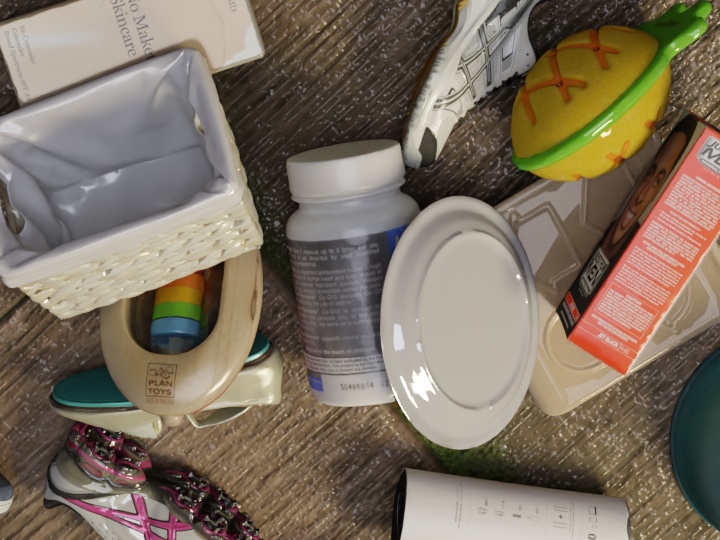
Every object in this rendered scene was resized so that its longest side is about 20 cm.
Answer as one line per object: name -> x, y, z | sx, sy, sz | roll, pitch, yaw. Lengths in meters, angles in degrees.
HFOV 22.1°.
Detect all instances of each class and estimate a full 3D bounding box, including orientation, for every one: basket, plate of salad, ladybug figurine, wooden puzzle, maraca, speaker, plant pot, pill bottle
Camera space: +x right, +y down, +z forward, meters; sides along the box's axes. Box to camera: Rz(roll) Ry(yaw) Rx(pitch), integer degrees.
basket -> -0.186, -0.062, 1.441 | 0.198, 0.123, 0.137 | -19, 67, 4
plate of salad -> 0.075, 0.042, 1.478 | 0.199, 0.048, 0.202 | 3, 86, -47
ladybug figurine -> -0.142, 0.031, 1.502 | 0.134, 0.072, 0.202 | 3, 70, 14
wooden puzzle -> 0.198, -0.002, 1.564 | 0.199, 0.046, 0.186 | -30, 101, 7
maraca -> 0.200, -0.149, 1.482 | 0.200, 0.137, 0.107 | -43, 108, -8
speaker -> 0.126, 0.221, 1.582 | 0.198, 0.081, 0.082 | 8, 100, -6
plant pot -> 0.374, 0.164, 1.533 | 0.198, 0.188, 0.202 | -1, 101, -3
pill bottle -> 0.000, 0.000, 1.512 | 0.113, 0.114, 0.202 | -9, 102, -2

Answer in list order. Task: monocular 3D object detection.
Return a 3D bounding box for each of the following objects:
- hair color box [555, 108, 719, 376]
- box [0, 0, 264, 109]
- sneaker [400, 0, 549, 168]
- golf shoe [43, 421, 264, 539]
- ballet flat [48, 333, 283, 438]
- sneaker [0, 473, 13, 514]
hair color box -> 0.238, -0.024, 1.483 | 0.061, 0.102, 0.201 | 31, 100, -7
box -> -0.183, -0.187, 1.481 | 0.198, 0.078, 0.096 | -19, 102, 0
sneaker -> 0.100, -0.167, 1.506 | 0.087, 0.076, 0.201 | 24, 99, -8
golf shoe -> -0.174, 0.209, 1.568 | 0.199, 0.073, 0.092 | 32, 112, -1
ballet flat -> -0.159, 0.109, 1.552 | 0.198, 0.069, 0.070 | -12, 102, -2
sneaker -> -0.350, 0.102, 1.527 | 0.202, 0.077, 0.147 | 33, 100, -8
